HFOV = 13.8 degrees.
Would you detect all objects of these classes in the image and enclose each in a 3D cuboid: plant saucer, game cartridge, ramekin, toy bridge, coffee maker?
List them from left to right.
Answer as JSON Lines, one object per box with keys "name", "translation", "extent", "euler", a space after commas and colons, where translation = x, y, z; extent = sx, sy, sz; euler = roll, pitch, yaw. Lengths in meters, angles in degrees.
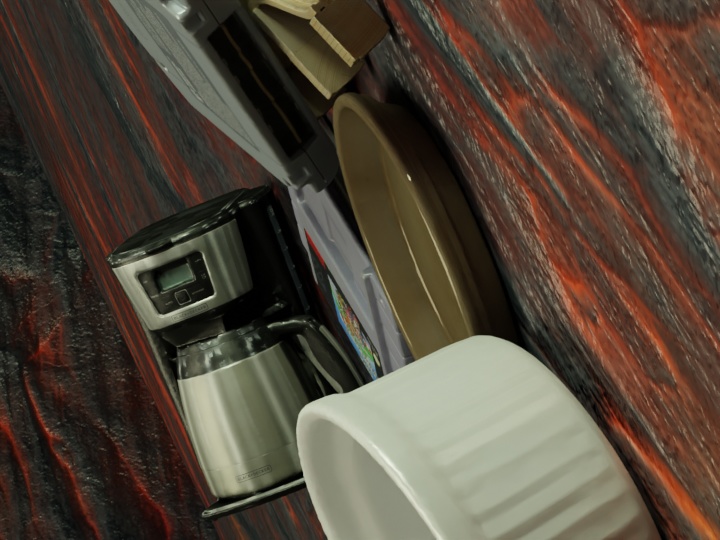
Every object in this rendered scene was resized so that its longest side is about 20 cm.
{"name": "game cartridge", "translation": [-0.091, -0.130, 1.612], "extent": [0.133, 0.040, 0.200], "euler": [36, 169, 34]}
{"name": "coffee maker", "translation": [-0.088, 0.053, 2.066], "extent": [0.192, 0.134, 0.201], "euler": [-172, 61, -80]}
{"name": "toy bridge", "translation": [-0.029, -0.123, 1.561], "extent": [0.067, 0.027, 0.200], "euler": [46, 170, -1]}
{"name": "game cartridge", "translation": [0.000, 0.000, 1.747], "extent": [0.200, 0.038, 0.130], "euler": [-121, 17, -44]}
{"name": "plant saucer", "translation": [0.037, -0.002, 1.531], "extent": [0.200, 0.029, 0.201], "euler": [158, 90, -80]}
{"name": "ramekin", "translation": [0.063, 0.128, 1.393], "extent": [0.201, 0.097, 0.201], "euler": [53, 163, 24]}

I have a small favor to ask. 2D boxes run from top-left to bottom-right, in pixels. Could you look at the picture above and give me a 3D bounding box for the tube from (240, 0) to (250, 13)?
{"name": "tube", "translation": [-0.065, -0.148, 1.720], "extent": [0.058, 0.052, 0.200], "euler": [28, 165, -11]}
